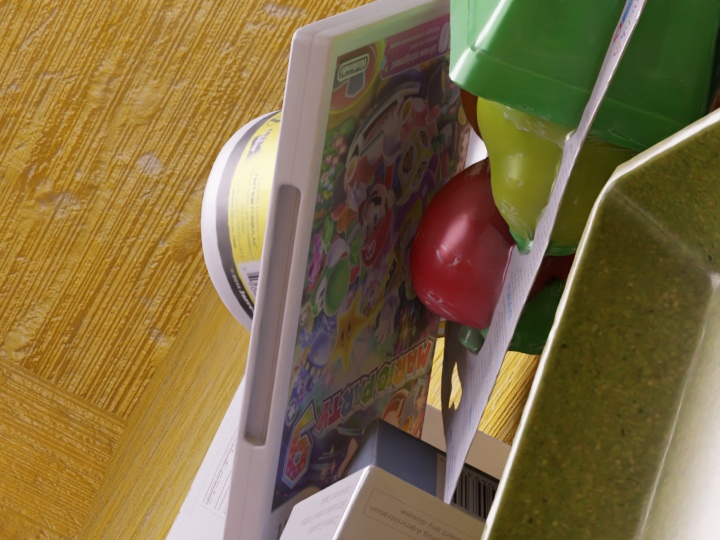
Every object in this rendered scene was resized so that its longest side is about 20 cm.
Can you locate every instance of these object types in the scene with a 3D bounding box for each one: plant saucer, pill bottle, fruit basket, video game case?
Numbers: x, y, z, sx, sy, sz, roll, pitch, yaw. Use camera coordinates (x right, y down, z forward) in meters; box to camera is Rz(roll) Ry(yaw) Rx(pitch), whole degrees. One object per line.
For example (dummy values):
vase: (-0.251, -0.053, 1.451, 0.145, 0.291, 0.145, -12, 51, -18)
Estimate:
plant saucer: (0.111, 0.034, 0.756, 0.199, 0.048, 0.201, -31, 34, 55)
pill bottle: (0.031, -0.027, 1.241, 0.199, 0.112, 0.113, -7, 50, 47)
fruit basket: (0.066, -0.034, 0.979, 0.185, 0.093, 0.201, -85, 8, -70)
video game case: (0.000, 0.000, 1.034, 0.143, 0.018, 0.201, -29, -49, -62)

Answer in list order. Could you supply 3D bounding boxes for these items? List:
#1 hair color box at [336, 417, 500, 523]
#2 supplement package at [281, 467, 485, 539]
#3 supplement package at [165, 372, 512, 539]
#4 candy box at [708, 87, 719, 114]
hair color box: (0.000, 0.165, 1.013, 0.201, 0.099, 0.061, -61, 7, 19)
supplement package: (-0.003, 0.179, 0.871, 0.201, 0.109, 0.114, -65, 7, -16)
supplement package: (-0.009, 0.106, 1.257, 0.110, 0.113, 0.200, -64, 7, -5)
candy box: (0.129, -0.049, 1.045, 0.201, 0.055, 0.115, -61, 8, 3)
